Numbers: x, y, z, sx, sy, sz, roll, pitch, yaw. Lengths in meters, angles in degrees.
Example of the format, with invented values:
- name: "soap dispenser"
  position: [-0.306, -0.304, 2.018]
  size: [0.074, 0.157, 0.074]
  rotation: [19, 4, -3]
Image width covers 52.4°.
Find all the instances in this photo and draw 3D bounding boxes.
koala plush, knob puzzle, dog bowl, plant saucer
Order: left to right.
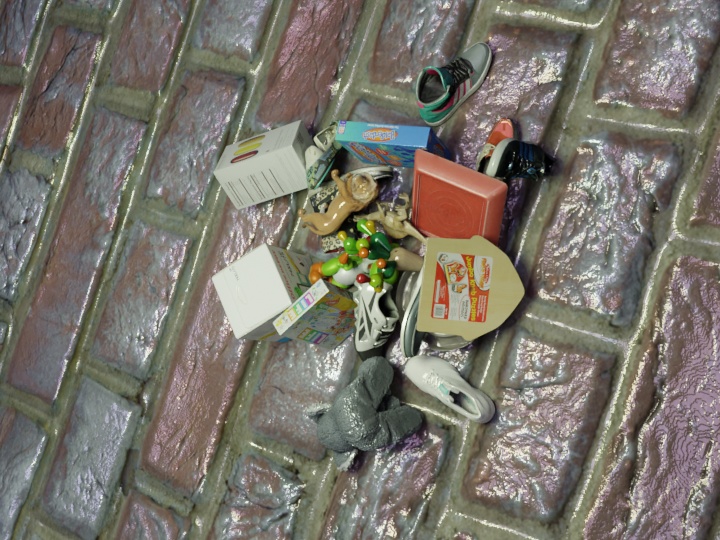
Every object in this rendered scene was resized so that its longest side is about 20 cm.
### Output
- name: "koala plush"
  position: [-0.018, 0.302, 1.465]
  size: [0.200, 0.184, 0.178]
  rotation: [-34, 85, 38]
- name: "dog bowl"
  position: [0.173, 0.062, 1.465]
  size: [0.199, 0.059, 0.201]
  rotation: [-3, 82, 24]
- name: "plant saucer"
  position: [0.178, -0.115, 1.426]
  size: [0.199, 0.201, 0.037]
  rotation: [27, 51, 24]
- name: "knob puzzle"
  position: [0.211, 0.033, 1.386]
  size: [0.218, 0.030, 0.221]
  rotation: [0, 94, -7]

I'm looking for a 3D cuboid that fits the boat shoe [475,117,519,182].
- name: "boat shoe"
  position: [0.264, -0.213, 1.461]
  size: [0.071, 0.063, 0.201]
  rotation: [18, 89, 26]

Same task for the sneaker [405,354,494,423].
- name: "sneaker"
  position: [0.167, 0.227, 1.428]
  size: [0.200, 0.088, 0.076]
  rotation: [30, 96, 24]

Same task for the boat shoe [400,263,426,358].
- name: "boat shoe"
  position: [0.130, 0.077, 1.411]
  size: [0.062, 0.073, 0.201]
  rotation: [15, 83, 25]

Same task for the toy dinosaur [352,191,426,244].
- name: "toy dinosaur"
  position: [0.079, -0.100, 1.478]
  size: [0.199, 0.058, 0.101]
  rotation: [25, 138, 25]

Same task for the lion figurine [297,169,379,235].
- name: "lion figurine"
  position: [-0.044, -0.128, 1.488]
  size: [0.200, 0.072, 0.123]
  rotation: [-52, 47, 23]

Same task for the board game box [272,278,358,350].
- name: "board game box"
  position: [-0.068, 0.094, 1.487]
  size: [0.134, 0.200, 0.034]
  rotation: [-42, 60, 13]

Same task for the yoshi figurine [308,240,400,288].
- name: "yoshi figurine"
  position: [-0.001, 0.008, 1.529]
  size: [0.199, 0.112, 0.112]
  rotation: [-21, 91, 17]

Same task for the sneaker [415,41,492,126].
- name: "sneaker"
  position: [0.182, -0.396, 1.489]
  size: [0.084, 0.121, 0.200]
  rotation: [42, 100, 23]

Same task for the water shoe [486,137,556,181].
- name: "water shoe"
  position: [0.306, -0.205, 1.368]
  size: [0.079, 0.200, 0.072]
  rotation: [31, 120, 25]

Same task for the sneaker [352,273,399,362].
- name: "sneaker"
  position: [0.036, 0.110, 1.470]
  size: [0.088, 0.074, 0.201]
  rotation: [14, 121, 36]

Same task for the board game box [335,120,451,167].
- name: "board game box"
  position: [0.069, -0.255, 1.502]
  size: [0.199, 0.152, 0.045]
  rotation: [10, 84, 25]

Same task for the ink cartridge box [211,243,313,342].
- name: "ink cartridge box"
  position: [-0.181, 0.053, 1.543]
  size: [0.146, 0.200, 0.147]
  rotation: [-31, 72, 17]

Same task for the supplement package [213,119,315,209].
- name: "supplement package"
  position: [-0.203, -0.232, 1.619]
  size: [0.199, 0.110, 0.114]
  rotation: [-15, 37, 21]

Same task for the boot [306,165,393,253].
- name: "boot"
  position: [-0.011, -0.130, 1.568]
  size: [0.203, 0.073, 0.155]
  rotation: [-15, 81, 22]

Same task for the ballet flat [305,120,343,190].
- name: "ballet flat"
  position: [-0.081, -0.252, 1.564]
  size: [0.074, 0.074, 0.200]
  rotation: [7, 45, 24]

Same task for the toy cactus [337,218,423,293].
- name: "toy cactus"
  position: [0.040, -0.022, 1.430]
  size: [0.200, 0.164, 0.103]
  rotation: [-110, 38, -59]
